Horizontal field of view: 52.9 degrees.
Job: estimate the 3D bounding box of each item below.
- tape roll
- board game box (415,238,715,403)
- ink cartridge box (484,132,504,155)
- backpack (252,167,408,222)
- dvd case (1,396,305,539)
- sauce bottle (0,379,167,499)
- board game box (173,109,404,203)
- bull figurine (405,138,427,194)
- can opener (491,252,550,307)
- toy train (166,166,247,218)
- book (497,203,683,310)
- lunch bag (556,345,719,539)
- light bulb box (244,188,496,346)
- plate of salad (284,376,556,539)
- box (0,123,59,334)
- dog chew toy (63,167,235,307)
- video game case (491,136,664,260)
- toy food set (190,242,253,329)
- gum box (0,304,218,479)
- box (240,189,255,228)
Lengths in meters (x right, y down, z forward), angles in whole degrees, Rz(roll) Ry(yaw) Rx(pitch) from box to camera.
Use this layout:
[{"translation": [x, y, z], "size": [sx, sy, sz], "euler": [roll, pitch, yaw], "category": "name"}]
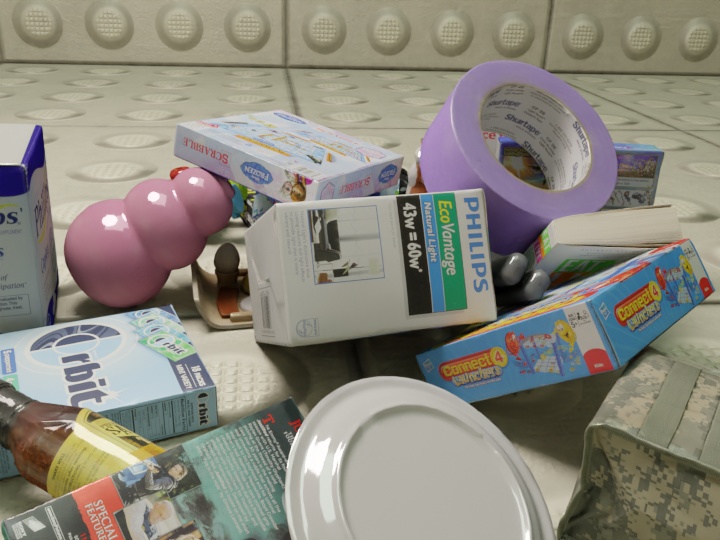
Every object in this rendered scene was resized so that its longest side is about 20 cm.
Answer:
[{"translation": [0.170, -0.122, 0.786], "size": [0.198, 0.085, 0.202], "euler": [9, 60, -16], "category": "tape roll"}, {"translation": [0.185, 0.050, 0.662], "size": [0.195, 0.056, 0.199], "euler": [-21, -4, -43], "category": "board game box"}, {"translation": [0.187, -0.117, 0.994], "size": [0.146, 0.202, 0.086], "euler": [9, 23, 15], "category": "ink cartridge box"}, {"translation": [-0.047, -0.091, 0.985], "size": [0.199, 0.155, 0.163], "euler": [18, -3, -23], "category": "backpack"}, {"translation": [-0.088, 0.173, 0.437], "size": [0.199, 0.022, 0.146], "euler": [-19, 63, -37], "category": "dvd case"}, {"translation": [-0.193, 0.133, 0.509], "size": [0.199, 0.066, 0.066], "euler": [24, 29, 14], "category": "sauce bottle"}, {"translation": [-0.080, -0.136, 0.858], "size": [0.199, 0.041, 0.199], "euler": [25, 27, 23], "category": "board game box"}, {"translation": [0.096, -0.069, 0.894], "size": [0.120, 0.201, 0.065], "euler": [13, 32, -16], "category": "bull figurine"}, {"translation": [0.135, 0.025, 0.760], "size": [0.052, 0.067, 0.200], "euler": [34, -14, -4], "category": "can opener"}, {"translation": [-0.221, -0.120, 1.085], "size": [0.115, 0.085, 0.200], "euler": [-8, 22, 7], "category": "toy train"}, {"translation": [0.233, -0.004, 0.782], "size": [0.132, 0.048, 0.200], "euler": [-3, -21, -9], "category": "book"}, {"translation": [0.260, 0.149, 0.494], "size": [0.199, 0.119, 0.164], "euler": [21, 26, 28], "category": "lunch bag"}, {"translation": [0.000, 0.000, 0.719], "size": [0.198, 0.126, 0.198], "euler": [-5, -2, -17], "category": "light bulb box"}, {"translation": [0.041, 0.161, 0.475], "size": [0.198, 0.048, 0.201], "euler": [17, 45, -18], "category": "plate of salad"}, {"translation": [-0.382, -0.036, 0.753], "size": [0.104, 0.202, 0.184], "euler": [-5, 24, -18], "category": "box"}, {"translation": [-0.232, -0.045, 0.823], "size": [0.199, 0.125, 0.125], "euler": [-31, 26, 1], "category": "dog chew toy"}, {"translation": [0.265, -0.073, 0.922], "size": [0.198, 0.183, 0.046], "euler": [4, 23, 4], "category": "video game case"}, {"translation": [-0.101, 0.005, 0.864], "size": [0.198, 0.061, 0.144], "euler": [-4, 24, -14], "category": "toy food set"}, {"translation": [-0.248, 0.100, 0.650], "size": [0.198, 0.045, 0.170], "euler": [-9, 26, -25], "category": "gum box"}, {"translation": [-0.090, -0.106, 1.143], "size": [0.198, 0.045, 0.160], "euler": [-8, 26, -21], "category": "box"}]
